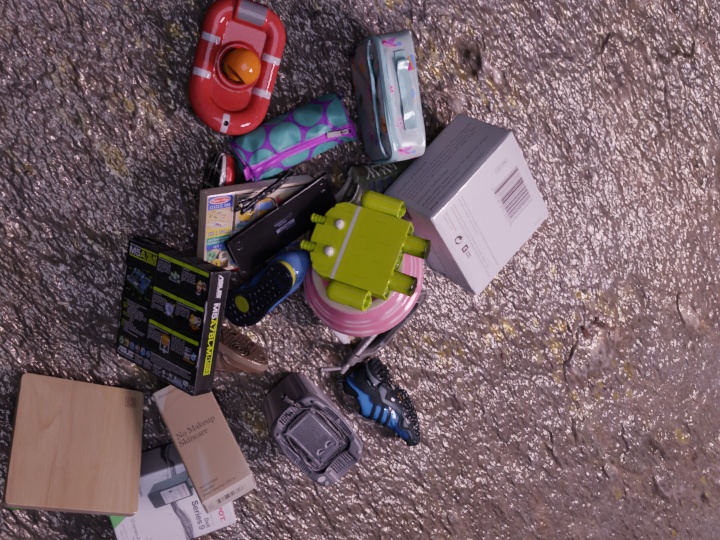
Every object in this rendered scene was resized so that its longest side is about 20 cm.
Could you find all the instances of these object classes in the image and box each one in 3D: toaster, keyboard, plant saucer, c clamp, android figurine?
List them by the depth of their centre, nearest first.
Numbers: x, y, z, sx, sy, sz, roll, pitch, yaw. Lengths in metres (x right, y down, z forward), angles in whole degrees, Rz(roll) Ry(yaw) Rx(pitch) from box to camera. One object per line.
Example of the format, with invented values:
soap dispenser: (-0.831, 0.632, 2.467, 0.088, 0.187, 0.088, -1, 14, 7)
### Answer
android figurine: (0.003, -0.033, 1.242, 0.197, 0.041, 0.185, 20, 78, 17)
keyboard: (-0.128, -0.091, 1.261, 0.199, 0.021, 0.128, -37, 137, -17)
plant saucer: (0.000, 0.000, 1.279, 0.196, 0.051, 0.205, -4, 71, 12)
c clamp: (0.035, 0.106, 1.382, 0.200, 0.170, 0.027, -48, 69, 13)
toaster: (-0.092, 0.264, 1.396, 0.114, 0.129, 0.200, -43, 113, -2)

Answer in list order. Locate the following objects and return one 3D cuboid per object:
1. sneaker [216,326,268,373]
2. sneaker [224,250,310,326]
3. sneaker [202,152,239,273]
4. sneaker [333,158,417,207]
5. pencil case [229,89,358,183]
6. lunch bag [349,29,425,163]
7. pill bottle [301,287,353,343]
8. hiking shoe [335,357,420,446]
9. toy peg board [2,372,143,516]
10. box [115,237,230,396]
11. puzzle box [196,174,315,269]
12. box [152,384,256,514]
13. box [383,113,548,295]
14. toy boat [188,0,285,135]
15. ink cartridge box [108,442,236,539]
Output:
sneaker: (-0.253, 0.135, 1.356, 0.197, 0.071, 0.076, 26, 113, -16)
sneaker: (-0.150, 0.029, 1.320, 0.199, 0.078, 0.066, -35, 94, 39)
sneaker: (-0.205, -0.095, 1.304, 0.083, 0.077, 0.204, -11, 118, -25)
sneaker: (0.020, -0.145, 1.351, 0.200, 0.067, 0.090, -42, 117, 1)
pencil case: (-0.104, -0.208, 1.285, 0.197, 0.093, 0.086, -27, 128, -7)
lunch bag: (0.042, -0.272, 1.268, 0.076, 0.160, 0.204, -12, 99, -12)
pill bottle: (0.008, 0.014, 1.364, 0.199, 0.120, 0.120, -41, 112, -3)
hiking shoe: (0.041, 0.247, 1.475, 0.086, 0.075, 0.202, -25, 114, 18)
toy peg board: (-0.457, 0.288, 1.280, 0.196, 0.204, 0.098, 15, 144, -31)
box: (-0.295, 0.067, 1.254, 0.047, 0.197, 0.197, -2, 107, -54)
puzzle box: (-0.163, -0.075, 1.276, 0.197, 0.025, 0.135, -14, 125, -36)
box: (-0.254, 0.276, 1.312, 0.094, 0.078, 0.202, -27, 66, -16)
box: (0.178, -0.109, 1.336, 0.200, 0.130, 0.200, -46, 131, -10)
toy boat: (-0.183, -0.304, 1.214, 0.128, 0.131, 0.204, 13, 100, -19)
ink cartridge box: (-0.325, 0.382, 1.381, 0.196, 0.084, 0.149, -17, 109, -12)
